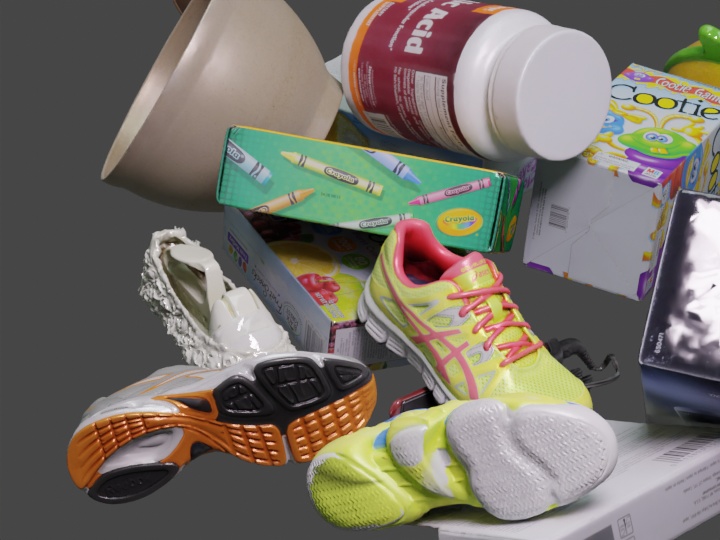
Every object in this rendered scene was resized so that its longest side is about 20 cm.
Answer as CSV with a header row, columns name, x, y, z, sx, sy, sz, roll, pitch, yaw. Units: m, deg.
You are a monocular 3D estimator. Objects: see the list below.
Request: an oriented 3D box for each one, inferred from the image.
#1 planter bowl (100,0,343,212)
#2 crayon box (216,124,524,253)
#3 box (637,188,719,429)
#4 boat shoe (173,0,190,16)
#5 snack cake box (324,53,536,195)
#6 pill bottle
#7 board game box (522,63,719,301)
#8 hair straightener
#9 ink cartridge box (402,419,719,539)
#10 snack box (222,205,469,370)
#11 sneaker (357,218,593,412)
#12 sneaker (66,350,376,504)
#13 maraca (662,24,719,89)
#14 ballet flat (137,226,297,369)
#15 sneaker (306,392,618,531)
name,x,y,z,sx,sy,sz,roll,pitch,yaw
planter bowl,-0.097,-0.127,1.681,0.134,0.201,0.200,28,26,-12
crayon box,0.009,-0.057,1.525,0.199,0.059,0.119,11,3,10
box,0.288,0.052,1.369,0.199,0.124,0.198,12,-14,13
boat shoe,-0.131,-0.234,1.969,0.068,0.072,0.200,-12,33,-31
snack cake box,0.041,-0.111,1.779,0.199,0.068,0.115,21,30,26
pill bottle,0.086,-0.145,1.617,0.114,0.115,0.200,-17,22,-35
board game box,0.219,-0.074,1.701,0.103,0.105,0.200,18,32,21
hair straightener,0.111,0.091,1.460,0.199,0.041,0.077,-16,37,-42
ink cartridge box,0.122,0.145,1.350,0.199,0.044,0.173,-21,13,-39
snack box,0.000,0.000,1.582,0.142,0.053,0.200,-8,32,-25
sneaker,0.074,0.037,1.408,0.078,0.091,0.200,-23,47,-40
sneaker,-0.090,0.083,1.369,0.199,0.076,0.092,-12,21,-3
maraca,0.321,-0.149,1.800,0.137,0.200,0.107,25,75,4
ballet flat,-0.101,0.031,1.497,0.071,0.072,0.200,-13,34,-30
sneaker,0.068,0.105,1.307,0.199,0.076,0.105,-8,11,23
